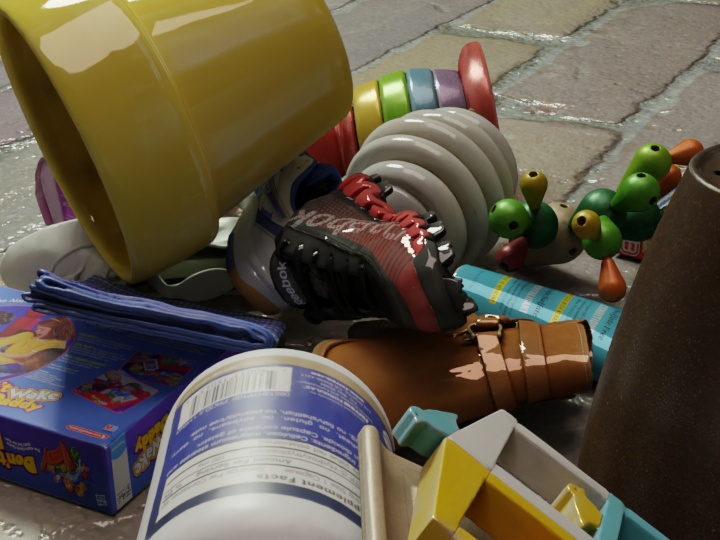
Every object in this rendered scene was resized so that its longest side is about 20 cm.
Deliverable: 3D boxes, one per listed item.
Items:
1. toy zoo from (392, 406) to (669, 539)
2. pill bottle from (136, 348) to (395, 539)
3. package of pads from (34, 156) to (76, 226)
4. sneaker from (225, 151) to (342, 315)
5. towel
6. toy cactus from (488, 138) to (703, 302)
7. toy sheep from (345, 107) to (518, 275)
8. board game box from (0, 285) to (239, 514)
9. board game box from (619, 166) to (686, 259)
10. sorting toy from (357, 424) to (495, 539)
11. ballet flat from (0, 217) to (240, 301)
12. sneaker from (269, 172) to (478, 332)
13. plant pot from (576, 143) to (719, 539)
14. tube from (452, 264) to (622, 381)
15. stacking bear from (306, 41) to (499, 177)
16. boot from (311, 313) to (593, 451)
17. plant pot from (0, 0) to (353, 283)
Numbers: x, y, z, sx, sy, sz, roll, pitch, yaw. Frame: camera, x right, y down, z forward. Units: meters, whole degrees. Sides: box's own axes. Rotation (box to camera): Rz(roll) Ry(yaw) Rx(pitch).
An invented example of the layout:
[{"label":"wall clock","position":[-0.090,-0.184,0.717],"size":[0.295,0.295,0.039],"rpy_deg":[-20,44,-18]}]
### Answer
[{"label":"toy zoo","position":[0.093,0.123,0.506],"size":[0.200,0.021,0.131],"rpy_deg":[37,20,7]},{"label":"pill bottle","position":[-0.041,0.131,0.552],"size":[0.119,0.120,0.200],"rpy_deg":[-1,25,1]},{"label":"package of pads","position":[-0.174,-0.091,1.098],"size":[0.120,0.076,0.200],"rpy_deg":[8,26,27]},{"label":"sneaker","position":[-0.048,-0.058,0.927],"size":[0.088,0.075,0.201],"rpy_deg":[-32,43,22]},{"label":"towel","position":[-0.119,0.023,0.789],"size":[0.144,0.024,0.200],"rpy_deg":[12,0,-2]},{"label":"toy cactus","position":[0.167,-0.028,0.906],"size":[0.199,0.103,0.165],"rpy_deg":[-17,-5,-28]},{"label":"toy sheep","position":[0.046,-0.054,0.948],"size":[0.137,0.139,0.200],"rpy_deg":[12,42,27]},{"label":"board game box","position":[-0.192,0.071,0.779],"size":[0.199,0.045,0.134],"rpy_deg":[11,28,26]},{"label":"board game box","position":[0.319,-0.036,0.980],"size":[0.199,0.047,0.151],"rpy_deg":[17,30,35]},{"label":"sorting toy","position":[0.079,0.158,0.490],"size":[0.199,0.037,0.185],"rpy_deg":[30,21,-14]},{"label":"ballet flat","position":[-0.160,-0.002,0.923],"size":[0.199,0.070,0.069],"rpy_deg":[-5,24,-16]},{"label":"sneaker","position":[0.000,0.000,0.755],"size":[0.097,0.071,0.200],"rpy_deg":[-25,23,-10]},{"label":"plant pot","position":[0.201,0.045,0.629],"size":[0.185,0.201,0.187],"rpy_deg":[-2,25,1]},{"label":"tube","position":[0.151,0.046,0.823],"size":[0.199,0.051,0.078],"rpy_deg":[16,45,23]},{"label":"stacking bear","position":[0.020,-0.121,1.122],"size":[0.199,0.122,0.114],"rpy_deg":[-10,17,4]},{"label":"boot","position":[0.056,0.066,0.727],"size":[0.154,0.074,0.200],"rpy_deg":[-3,20,15]},{"label":"plant pot","position":[-0.116,-0.121,0.844],"size":[0.188,0.202,0.201],"rpy_deg":[-29,33,-17]}]
